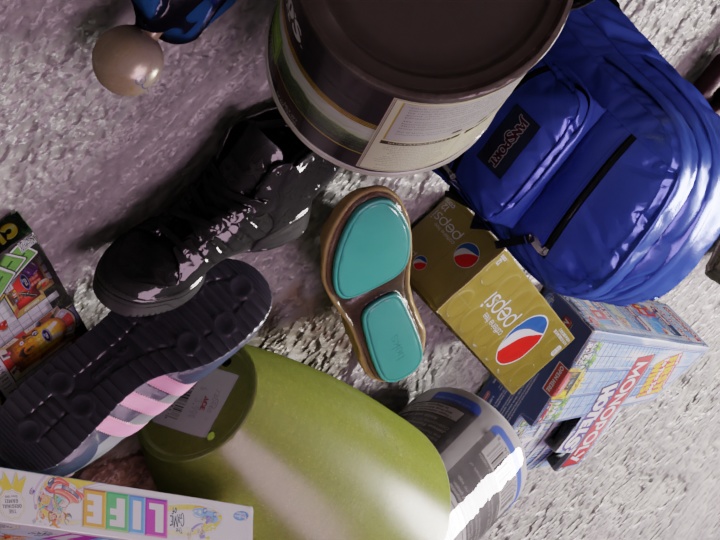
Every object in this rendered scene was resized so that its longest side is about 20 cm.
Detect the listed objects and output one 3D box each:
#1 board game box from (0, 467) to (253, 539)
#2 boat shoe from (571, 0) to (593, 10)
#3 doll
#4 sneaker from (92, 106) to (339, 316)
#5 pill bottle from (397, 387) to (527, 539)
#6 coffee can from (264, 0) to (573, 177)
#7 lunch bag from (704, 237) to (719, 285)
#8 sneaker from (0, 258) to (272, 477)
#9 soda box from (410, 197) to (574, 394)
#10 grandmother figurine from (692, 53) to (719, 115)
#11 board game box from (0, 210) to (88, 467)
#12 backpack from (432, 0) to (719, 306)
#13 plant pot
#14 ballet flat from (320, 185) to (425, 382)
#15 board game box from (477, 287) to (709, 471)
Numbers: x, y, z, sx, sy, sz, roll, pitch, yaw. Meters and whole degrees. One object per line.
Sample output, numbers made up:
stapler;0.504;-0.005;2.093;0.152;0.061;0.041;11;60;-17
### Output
board game box;-0.187;0.162;1.563;0.200;0.034;0.134;13;159;-38
boat shoe;0.143;-0.203;1.480;0.073;0.063;0.201;-14;175;-11
doll;-0.078;-0.177;1.342;0.200;0.048;0.136;-48;163;10
sneaker;-0.077;-0.051;1.515;0.200;0.060;0.104;-27;150;-36
pill bottle;0.030;0.183;1.856;0.200;0.114;0.114;-40;158;-45
coffee can;0.027;-0.141;1.351;0.146;0.146;0.200;-36;176;-11
lunch bag;0.407;-0.057;2.055;0.164;0.118;0.200;-9;132;-45
sneaker;-0.145;0.063;1.550;0.200;0.070;0.082;-32;168;-15
soda box;0.090;0.020;1.813;0.068;0.064;0.200;-42;151;1
grandmother figurine;0.285;-0.126;1.870;0.200;0.061;0.121;-30;122;-17
board game box;-0.219;0.049;1.511;0.105;0.023;0.200;-35;151;-9
backpack;0.132;-0.072;1.595;0.168;0.200;0.163;0;132;-52
plant pot;-0.065;0.135;1.686;0.187;0.187;0.200;-42;138;0
ballet flat;0.000;0.000;1.678;0.069;0.063;0.200;-25;142;-13
board game box;0.187;0.094;2.041;0.200;0.062;0.200;-7;136;-46
